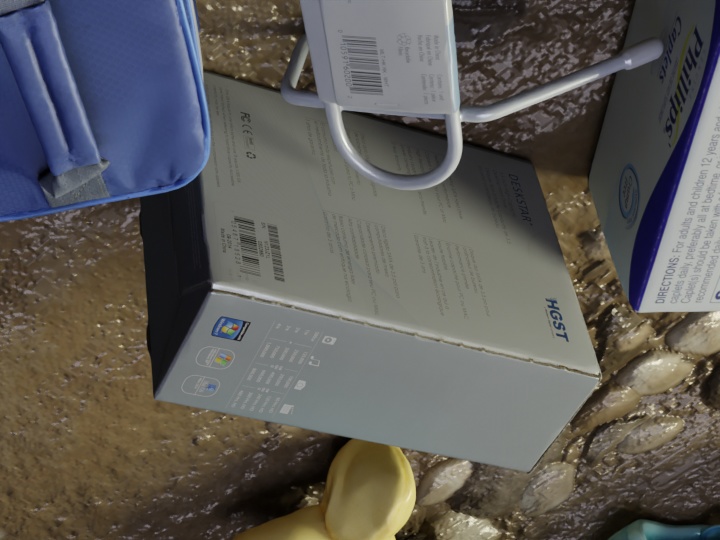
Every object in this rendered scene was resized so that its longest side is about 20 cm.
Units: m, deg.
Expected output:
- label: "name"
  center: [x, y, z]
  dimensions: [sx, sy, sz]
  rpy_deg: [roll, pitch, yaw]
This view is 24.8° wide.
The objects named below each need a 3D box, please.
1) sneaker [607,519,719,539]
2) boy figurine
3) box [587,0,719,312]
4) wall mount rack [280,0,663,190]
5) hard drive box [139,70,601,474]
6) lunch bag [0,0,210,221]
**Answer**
- label: "sneaker"
  center: [0.249, 0.213, 1.101]
  dimensions: [0.198, 0.074, 0.082]
  rpy_deg: [12, 133, -22]
- label: "boy figurine"
  center: [-0.030, 0.180, 1.020]
  dimensions: [0.123, 0.065, 0.201]
  rpy_deg: [14, 128, -23]
- label: "box"
  center: [0.231, -0.080, 0.796]
  dimensions: [0.198, 0.106, 0.185]
  rpy_deg: [-1, 133, -11]
- label: "wall mount rack"
  center: [0.041, -0.129, 0.708]
  dimensions: [0.172, 0.075, 0.201]
  rpy_deg: [6, 136, 15]
- label: "hard drive box"
  center: [0.000, 0.000, 0.791]
  dimensions: [0.198, 0.157, 0.077]
  rpy_deg: [14, 130, -22]
- label: "lunch bag"
  center: [-0.137, -0.112, 0.673]
  dimensions: [0.134, 0.133, 0.201]
  rpy_deg: [-11, 134, 0]
